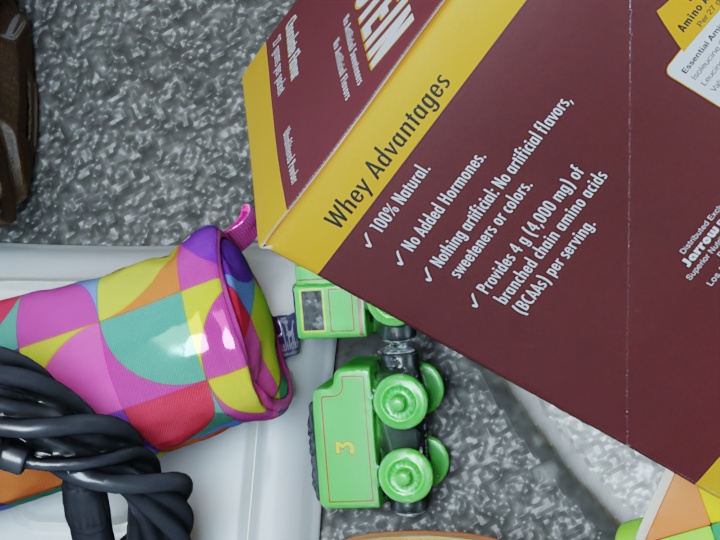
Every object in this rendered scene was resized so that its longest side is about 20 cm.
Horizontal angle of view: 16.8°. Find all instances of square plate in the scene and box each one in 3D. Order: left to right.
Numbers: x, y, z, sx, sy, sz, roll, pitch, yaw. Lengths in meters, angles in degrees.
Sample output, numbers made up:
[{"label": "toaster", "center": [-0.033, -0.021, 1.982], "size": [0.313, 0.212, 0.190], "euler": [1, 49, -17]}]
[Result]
[{"label": "square plate", "center": [-0.111, 0.082, 1.013], "size": [0.198, 0.028, 0.200], "euler": [1, 76, 15]}]

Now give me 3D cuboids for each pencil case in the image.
[{"label": "pencil case", "center": [-0.122, 0.045, 0.964], "size": [0.200, 0.088, 0.088], "euler": [-19, 72, 10]}]

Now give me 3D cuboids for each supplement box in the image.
[{"label": "supplement box", "center": [0.097, -0.065, 0.831], "size": [0.200, 0.133, 0.197], "euler": [29, 113, -20]}]

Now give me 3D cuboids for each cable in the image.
[{"label": "cable", "center": [-0.160, 0.093, 0.911], "size": [0.163, 0.200, 0.051], "euler": [-35, 34, 25]}]

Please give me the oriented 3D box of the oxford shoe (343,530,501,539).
[{"label": "oxford shoe", "center": [0.049, 0.149, 0.906], "size": [0.200, 0.073, 0.071], "euler": [16, 109, 36]}]

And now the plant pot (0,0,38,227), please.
[{"label": "plant pot", "center": [-0.248, -0.083, 1.015], "size": [0.198, 0.200, 0.200], "euler": [-4, 74, 7]}]

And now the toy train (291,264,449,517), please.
[{"label": "toy train", "center": [0.000, 0.000, 0.967], "size": [0.056, 0.042, 0.200], "euler": [-3, 97, 16]}]

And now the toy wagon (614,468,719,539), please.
[{"label": "toy wagon", "center": [0.182, 0.142, 0.882], "size": [0.155, 0.040, 0.200], "euler": [-21, 85, 31]}]
